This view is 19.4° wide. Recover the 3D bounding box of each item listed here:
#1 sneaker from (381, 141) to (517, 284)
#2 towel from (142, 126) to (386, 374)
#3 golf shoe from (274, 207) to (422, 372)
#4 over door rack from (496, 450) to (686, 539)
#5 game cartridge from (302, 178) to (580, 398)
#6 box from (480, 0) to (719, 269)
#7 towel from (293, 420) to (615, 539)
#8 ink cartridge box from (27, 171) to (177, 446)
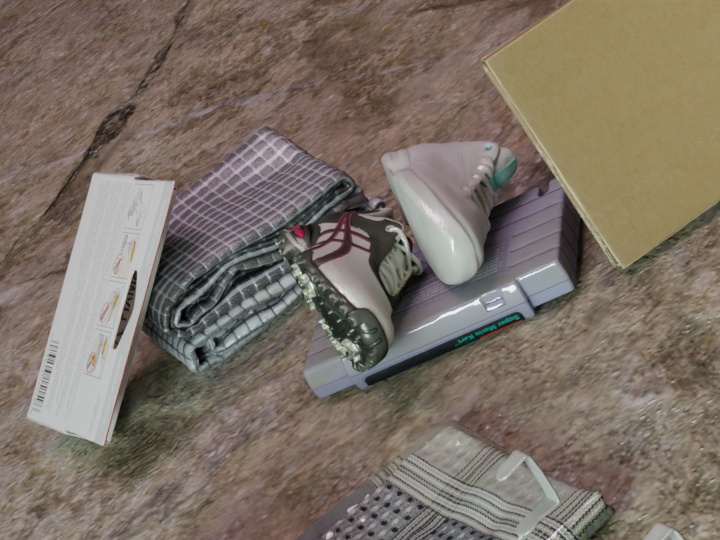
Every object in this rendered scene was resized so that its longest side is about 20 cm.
[{"bbox_3d":[0.070,-0.055,1.445,0.088,0.076,0.200,-21,21,-1],"label":"sneaker"},{"bbox_3d":[-0.094,-0.021,1.649,0.200,0.086,0.165,-38,24,-12],"label":"towel"},{"bbox_3d":[0.000,0.000,1.415,0.088,0.078,0.200,-26,23,-2],"label":"golf shoe"},{"bbox_3d":[0.077,0.198,0.977,0.201,0.066,0.148,-59,27,-6],"label":"over door rack"},{"bbox_3d":[0.058,0.014,1.444,0.199,0.038,0.130,-24,28,21],"label":"game cartridge"},{"bbox_3d":[0.203,-0.124,1.357,0.199,0.164,0.021,-35,5,-4],"label":"box"},{"bbox_3d":[0.023,0.162,1.186,0.192,0.035,0.200,-40,23,-14],"label":"towel"},{"bbox_3d":[-0.179,0.029,1.566,0.173,0.043,0.201,8,83,62],"label":"ink cartridge box"}]
